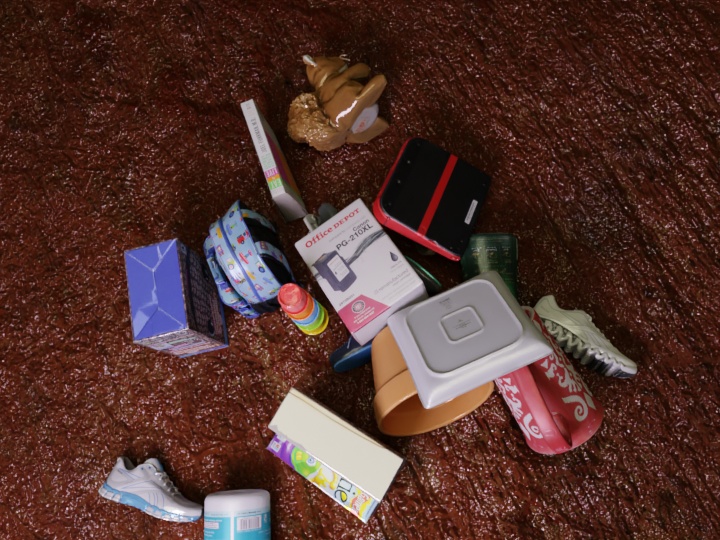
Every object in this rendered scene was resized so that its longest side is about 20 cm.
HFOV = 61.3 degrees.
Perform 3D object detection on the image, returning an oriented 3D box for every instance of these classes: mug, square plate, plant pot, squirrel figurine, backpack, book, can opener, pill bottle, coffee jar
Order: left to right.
[{"bbox_3d":[-0.203,0.471,1.002,0.110,0.111,0.202,-4,75,7],"label":"pill bottle"},{"bbox_3d":[-0.203,-0.021,1.084,0.134,0.200,0.184,-26,74,0],"label":"backpack"},{"bbox_3d":[-0.167,-0.208,1.162,0.048,0.134,0.202,-21,73,2],"label":"book"},{"bbox_3d":[-0.064,-0.333,1.183,0.199,0.142,0.187,-37,67,-5],"label":"squirrel figurine"},{"bbox_3d":[-0.042,-0.033,1.134,0.066,0.052,0.201,-38,73,33],"label":"can opener"},{"bbox_3d":[0.103,0.166,1.009,0.198,0.201,0.141,-22,56,2],"label":"plant pot"},{"bbox_3d":[0.152,0.089,0.913,0.198,0.029,0.199,-24,40,0],"label":"square plate"},{"bbox_3d":[0.229,0.040,1.067,0.103,0.085,0.202,0,75,0],"label":"coffee jar"},{"bbox_3d":[0.281,0.169,0.942,0.133,0.177,0.201,-35,101,-7],"label":"mug"}]

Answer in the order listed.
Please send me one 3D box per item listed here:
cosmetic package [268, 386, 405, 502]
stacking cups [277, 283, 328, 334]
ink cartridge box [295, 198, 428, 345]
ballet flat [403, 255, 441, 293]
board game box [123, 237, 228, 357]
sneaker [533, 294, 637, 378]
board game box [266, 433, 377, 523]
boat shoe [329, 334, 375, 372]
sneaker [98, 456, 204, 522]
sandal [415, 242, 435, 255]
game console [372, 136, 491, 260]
[{"bbox_3d":[-0.033,0.264,0.928,0.199,0.104,0.073,29,79,13],"label":"cosmetic package"},{"bbox_3d":[-0.099,0.069,1.045,0.060,0.200,0.061,-1,77,6],"label":"stacking cups"},{"bbox_3d":[0.000,0.000,1.043,0.144,0.084,0.201,-35,65,-1],"label":"ink cartridge box"},{"bbox_3d":[0.058,-0.008,1.114,0.073,0.073,0.200,-45,68,-5],"label":"ballet flat"},{"bbox_3d":[-0.322,0.055,1.080,0.096,0.200,0.161,-13,75,3],"label":"board game box"},{"bbox_3d":[0.382,0.112,1.038,0.199,0.075,0.081,30,72,14],"label":"sneaker"},{"bbox_3d":[-0.040,0.314,1.023,0.199,0.105,0.103,32,82,15],"label":"board game box"},{"bbox_3d":[0.027,0.110,1.092,0.199,0.084,0.069,-28,65,-17],"label":"boat shoe"},{"bbox_3d":[-0.360,0.380,1.070,0.198,0.075,0.087,14,72,11],"label":"sneaker"},{"bbox_3d":[0.137,-0.129,1.144,0.069,0.078,0.214,4,71,-25],"label":"sandal"},{"bbox_3d":[0.128,-0.132,1.071,0.176,0.031,0.201,29,61,-5],"label":"game console"}]
